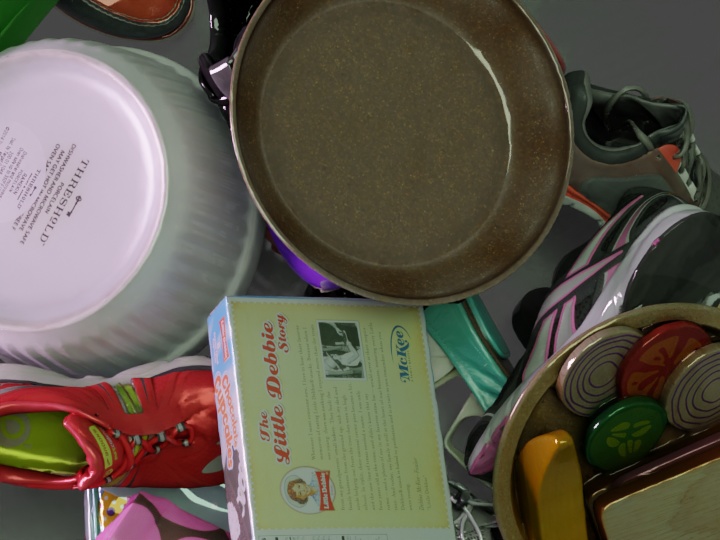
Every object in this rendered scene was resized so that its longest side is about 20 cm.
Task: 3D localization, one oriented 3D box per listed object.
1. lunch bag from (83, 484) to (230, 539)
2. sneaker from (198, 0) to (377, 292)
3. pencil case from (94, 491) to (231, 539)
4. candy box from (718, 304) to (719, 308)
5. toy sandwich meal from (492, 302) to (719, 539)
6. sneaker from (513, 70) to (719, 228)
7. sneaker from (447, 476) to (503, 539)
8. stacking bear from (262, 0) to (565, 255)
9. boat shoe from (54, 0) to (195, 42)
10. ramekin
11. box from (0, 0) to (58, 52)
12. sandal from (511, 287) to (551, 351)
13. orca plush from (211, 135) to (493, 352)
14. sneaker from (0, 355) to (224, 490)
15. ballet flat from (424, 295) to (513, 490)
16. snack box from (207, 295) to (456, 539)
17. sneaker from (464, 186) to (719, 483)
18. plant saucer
[{"bbox_3d":[-0.076,0.166,1.468,0.160,0.077,0.201,-2,80,-5],"label":"lunch bag"},{"bbox_3d":[-0.049,-0.085,1.423,0.069,0.099,0.201,-26,63,22],"label":"sneaker"},{"bbox_3d":[-0.058,0.197,1.382,0.200,0.091,0.094,28,111,-1],"label":"pencil case"},{"bbox_3d":[0.262,0.004,1.509,0.115,0.055,0.200,45,71,-21],"label":"candy box"},{"bbox_3d":[0.165,0.116,1.409,0.204,0.070,0.206,-9,117,-18],"label":"toy sandwich meal"},{"bbox_3d":[0.171,-0.059,1.489,0.200,0.082,0.077,20,50,-37],"label":"sneaker"},{"bbox_3d":[0.046,0.135,1.450,0.200,0.082,0.075,52,41,-23],"label":"sneaker"},{"bbox_3d":[0.012,-0.090,1.512,0.200,0.121,0.114,-43,76,-1],"label":"stacking bear"},{"bbox_3d":[-0.184,-0.209,1.536,0.200,0.063,0.071,39,77,1],"label":"boat shoe"},{"bbox_3d":[-0.162,-0.036,1.451,0.199,0.105,0.201,-3,81,17],"label":"ramekin"},{"bbox_3d":[-0.279,-0.177,1.465,0.176,0.097,0.200,42,101,9],"label":"box"},{"bbox_3d":[0.166,0.086,1.505,0.200,0.045,0.075,52,36,7],"label":"sandal"},{"bbox_3d":[0.000,0.000,1.445,0.200,0.071,0.105,-32,101,10],"label":"orca plush"},{"bbox_3d":[-0.131,0.094,1.385,0.199,0.085,0.077,-3,105,-4],"label":"sneaker"},{"bbox_3d":[0.068,0.069,1.507,0.070,0.067,0.200,-35,82,4],"label":"ballet flat"},{"bbox_3d":[-0.013,0.112,1.359,0.116,0.037,0.201,2,66,-22],"label":"snack box"},{"bbox_3d":[0.130,0.039,1.452,0.080,0.086,0.200,37,98,-31],"label":"sneaker"},{"bbox_3d":[0.019,-0.078,1.391,0.200,0.037,0.201,4,79,-21],"label":"plant saucer"}]
